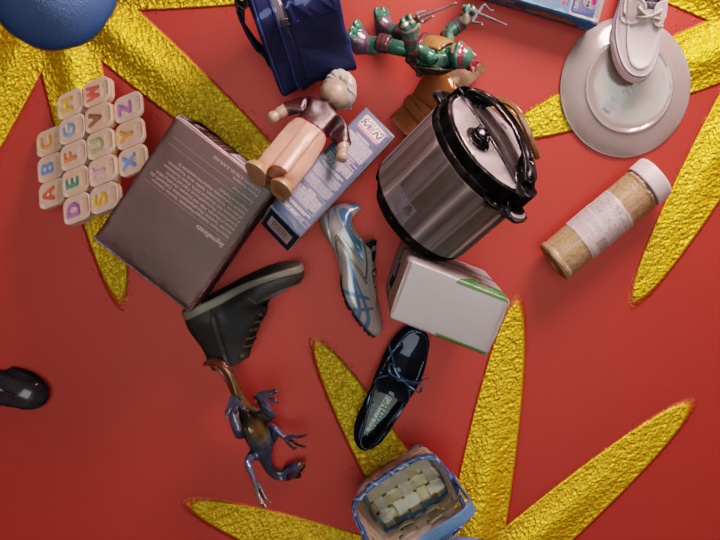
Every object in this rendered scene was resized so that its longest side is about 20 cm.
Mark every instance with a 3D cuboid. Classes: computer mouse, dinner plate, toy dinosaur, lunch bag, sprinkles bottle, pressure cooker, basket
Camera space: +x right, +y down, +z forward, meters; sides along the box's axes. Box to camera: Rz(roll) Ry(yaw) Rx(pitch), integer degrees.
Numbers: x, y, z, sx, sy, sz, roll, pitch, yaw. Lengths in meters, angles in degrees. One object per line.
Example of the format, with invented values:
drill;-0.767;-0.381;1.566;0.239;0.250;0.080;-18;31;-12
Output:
computer mouse;-0.566;0.170;1.258;0.195;0.034;0.060;10;97;-2
dinner plate;0.393;-0.270;1.236;0.195;0.024;0.205;0;97;0
toy dinosaur;-0.141;0.238;1.248;0.103;0.183;0.202;-23;55;-14
lunch bag;-0.094;-0.340;1.124;0.130;0.201;0.138;-22;63;0
sprinkles bottle;0.359;-0.075;1.233;0.199;0.068;0.069;-40;96;3
pressure cooker;0.137;-0.130;1.116;0.174;0.181;0.200;34;128;-18
basket;0.075;0.347;1.206;0.174;0.200;0.141;-31;96;3

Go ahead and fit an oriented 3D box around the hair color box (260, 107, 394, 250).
hair color box;-0.048;-0.126;1.173;0.061;0.100;0.200;44;72;-4

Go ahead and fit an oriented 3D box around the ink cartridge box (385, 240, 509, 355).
ink cartridge box;0.114;0.032;1.175;0.144;0.200;0.085;21;100;-3

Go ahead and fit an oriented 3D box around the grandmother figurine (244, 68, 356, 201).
grandmother figurine;-0.063;-0.185;1.106;0.120;0.061;0.202;35;65;-7

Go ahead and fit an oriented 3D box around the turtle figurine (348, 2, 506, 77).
turtle figurine;0.089;-0.315;1.143;0.197;0.149;0.103;16;113;31

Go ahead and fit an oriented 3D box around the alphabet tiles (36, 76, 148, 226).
alphabet tiles;-0.383;-0.169;1.183;0.192;0.015;0.205;-16;73;21

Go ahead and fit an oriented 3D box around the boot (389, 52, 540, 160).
boot;0.152;-0.200;1.217;0.154;0.074;0.201;-40;87;5

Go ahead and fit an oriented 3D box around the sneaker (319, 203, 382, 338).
sneaker;0.000;0.000;1.232;0.071;0.072;0.204;-17;97;7

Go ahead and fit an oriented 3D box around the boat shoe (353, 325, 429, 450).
boat shoe;0.054;0.182;1.254;0.083;0.069;0.204;20;95;-3

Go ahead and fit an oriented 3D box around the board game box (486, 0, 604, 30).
board game box;0.267;-0.470;1.193;0.191;0.056;0.205;15;95;-2

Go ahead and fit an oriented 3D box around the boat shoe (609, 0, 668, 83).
boat shoe;0.398;-0.372;1.187;0.072;0.065;0.205;2;85;-2

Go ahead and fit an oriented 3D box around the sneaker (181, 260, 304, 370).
sneaker;-0.156;0.065;1.242;0.197;0.075;0.108;-24;101;11

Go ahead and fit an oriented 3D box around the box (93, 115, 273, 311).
box;-0.231;-0.082;1.171;0.163;0.166;0.202;36;94;-6
